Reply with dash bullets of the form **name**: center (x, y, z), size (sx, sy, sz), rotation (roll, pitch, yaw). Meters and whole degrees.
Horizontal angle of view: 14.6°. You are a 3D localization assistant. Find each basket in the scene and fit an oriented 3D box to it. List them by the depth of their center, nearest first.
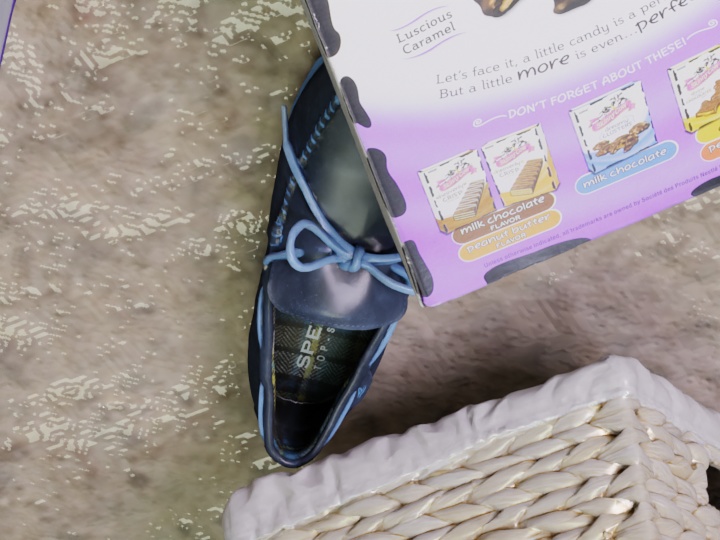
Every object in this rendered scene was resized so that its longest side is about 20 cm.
- **basket**: center (0.077, 0.161, 1.152), size (0.199, 0.162, 0.198), rotation (-21, 150, 25)

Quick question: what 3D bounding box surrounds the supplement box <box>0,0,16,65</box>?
- **supplement box**: center (-0.211, -0.037, 1.062), size (0.103, 0.102, 0.200), rotation (21, 133, -16)

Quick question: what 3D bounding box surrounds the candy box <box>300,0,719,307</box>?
- **candy box**: center (0.062, -0.107, 0.959), size (0.167, 0.072, 0.201), rotation (-22, 131, 0)

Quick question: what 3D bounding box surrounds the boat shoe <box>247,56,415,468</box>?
- **boat shoe**: center (0.000, 0.000, 1.101), size (0.084, 0.069, 0.201), rotation (6, 134, -1)
